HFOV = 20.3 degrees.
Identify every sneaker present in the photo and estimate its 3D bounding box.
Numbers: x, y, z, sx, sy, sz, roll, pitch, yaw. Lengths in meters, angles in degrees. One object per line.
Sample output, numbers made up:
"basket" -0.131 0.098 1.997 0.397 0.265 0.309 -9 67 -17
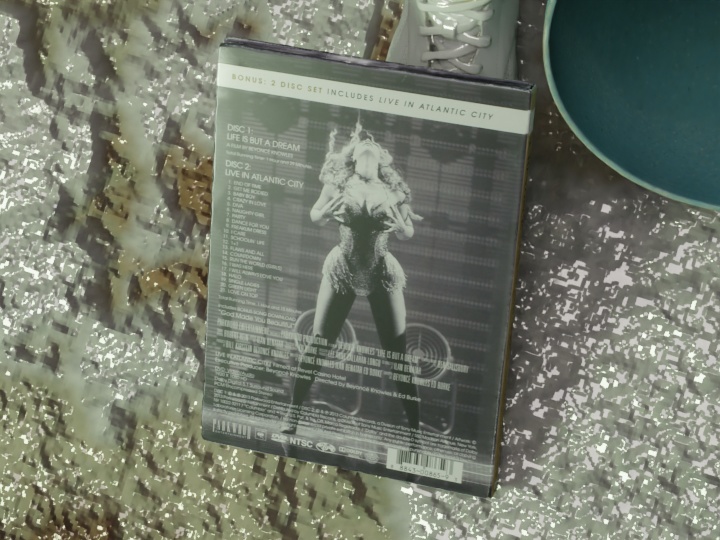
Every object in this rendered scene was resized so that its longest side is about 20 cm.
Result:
"sneaker" 0.038 -0.112 0.923 0.073 0.116 0.201 7 87 13

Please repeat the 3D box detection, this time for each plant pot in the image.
"plant pot" 0.181 -0.141 0.867 0.199 0.201 0.135 -5 48 14

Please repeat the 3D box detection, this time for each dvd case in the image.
"dvd case" 0.000 0.000 0.930 0.148 0.016 0.201 10 112 15
